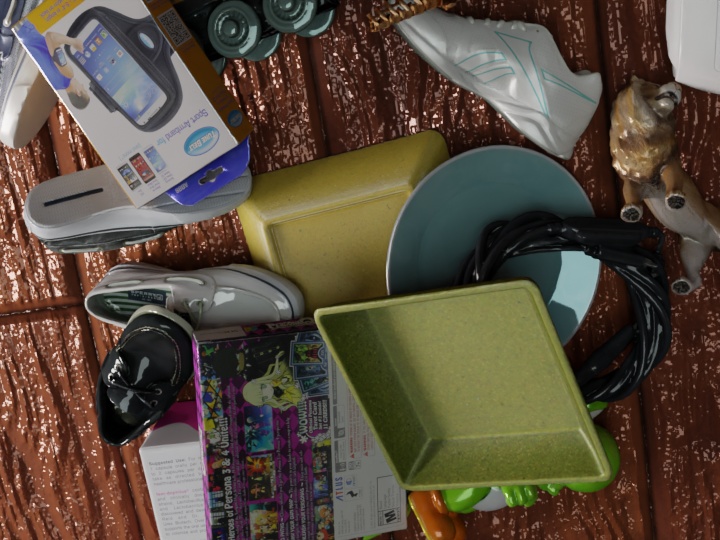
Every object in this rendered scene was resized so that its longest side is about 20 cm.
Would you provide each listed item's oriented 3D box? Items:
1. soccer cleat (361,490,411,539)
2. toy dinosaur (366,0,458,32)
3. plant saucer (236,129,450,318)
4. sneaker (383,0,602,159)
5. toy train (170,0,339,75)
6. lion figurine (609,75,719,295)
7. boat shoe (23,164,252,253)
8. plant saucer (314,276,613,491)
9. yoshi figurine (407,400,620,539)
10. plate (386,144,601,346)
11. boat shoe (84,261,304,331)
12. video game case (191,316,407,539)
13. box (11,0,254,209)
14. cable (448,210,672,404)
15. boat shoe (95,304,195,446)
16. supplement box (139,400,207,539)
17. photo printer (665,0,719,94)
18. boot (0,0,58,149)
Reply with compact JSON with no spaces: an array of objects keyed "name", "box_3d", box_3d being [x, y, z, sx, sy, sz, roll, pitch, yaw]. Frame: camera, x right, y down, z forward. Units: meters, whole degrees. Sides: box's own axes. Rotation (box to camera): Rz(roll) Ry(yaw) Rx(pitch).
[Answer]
[{"name":"soccer cleat","box_3d":[-0.039,0.175,1.175,0.200,0.068,0.081,42,115,-13]},{"name":"toy dinosaur","box_3d":[0.067,-0.253,0.973,0.135,0.199,0.103,26,127,26]},{"name":"plant saucer","box_3d":[0.000,0.000,1.125,0.197,0.049,0.203,-13,106,12]},{"name":"sneaker","box_3d":[0.109,-0.176,1.048,0.199,0.071,0.081,33,100,-10]},{"name":"toy train","box_3d":[-0.106,-0.229,1.051,0.198,0.085,0.115,-20,91,16]},{"name":"lion figurine","box_3d":[0.263,-0.056,1.054,0.072,0.123,0.201,-20,121,25]},{"name":"boat shoe","box_3d":[-0.191,-0.061,1.120,0.197,0.071,0.073,-8,68,-2]},{"name":"plant saucer","box_3d":[0.088,0.086,1.036,0.197,0.048,0.202,-8,122,31]},{"name":"yoshi figurine","box_3d":[0.149,0.183,1.137,0.199,0.113,0.112,-36,121,5]},{"name":"plate","box_3d":[0.112,-0.007,1.092,0.197,0.026,0.203,-4,103,-16]},{"name":"boat shoe","box_3d":[-0.148,0.037,1.122,0.197,0.067,0.075,2,113,23]},{"name":"video game case","box_3d":[-0.049,0.140,1.099,0.179,0.036,0.203,-7,108,-15]},{"name":"box","box_3d":[-0.175,-0.143,1.025,0.118,0.042,0.201,-28,101,29]},{"name":"cable","box_3d":[0.165,0.035,1.078,0.197,0.051,0.166,0,105,-13]},{"name":"boat shoe","box_3d":[-0.195,0.099,1.121,0.074,0.067,0.199,34,145,-8]},{"name":"supplement box","box_3d":[-0.126,0.228,1.188,0.102,0.101,0.203,-9,107,10]},{"name":"photo printer","box_3d":[0.321,-0.235,0.992,0.164,0.070,0.203,0,109,8]},{"name":"boot","box_3d":[-0.291,-0.212,1.089,0.089,0.073,0.202,24,102,6]}]
